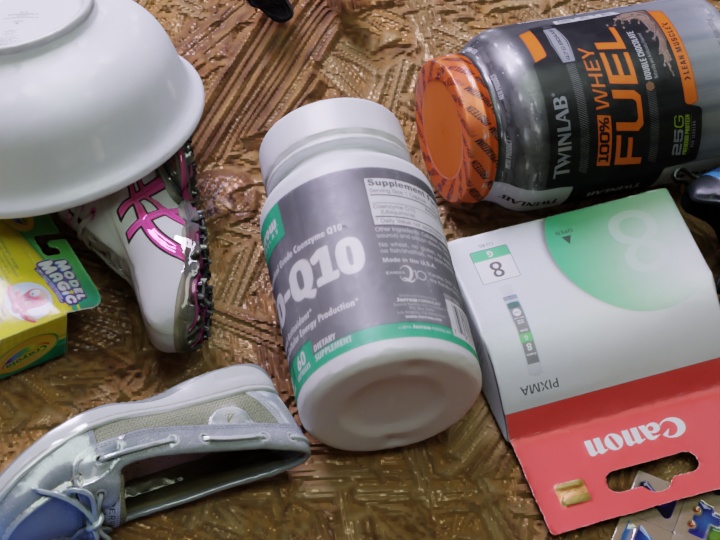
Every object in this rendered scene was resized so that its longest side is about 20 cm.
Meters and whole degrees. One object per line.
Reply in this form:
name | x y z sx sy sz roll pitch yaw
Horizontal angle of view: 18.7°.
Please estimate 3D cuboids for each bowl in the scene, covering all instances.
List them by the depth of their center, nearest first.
bowl | -0.204 -0.125 1.370 0.200 0.091 0.201 -9 34 6

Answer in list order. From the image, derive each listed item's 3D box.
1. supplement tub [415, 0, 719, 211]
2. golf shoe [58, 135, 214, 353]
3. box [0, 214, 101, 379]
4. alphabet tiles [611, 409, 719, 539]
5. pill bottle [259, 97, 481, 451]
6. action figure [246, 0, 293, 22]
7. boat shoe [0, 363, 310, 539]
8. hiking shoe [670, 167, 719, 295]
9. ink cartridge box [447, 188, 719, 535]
supplement tub | 0.145 -0.108 1.445 0.199 0.123 0.123 -12 57 -17
golf shoe | -0.140 -0.022 1.369 0.092 0.073 0.200 -9 46 -6
box | -0.267 0.022 1.326 0.200 0.048 0.117 -23 60 -22
alphabet tiles | 0.235 0.179 1.324 0.167 0.008 0.200 22 53 7
pill bottle | 0.000 0.000 1.347 0.113 0.113 0.200 -5 55 -13
action figure | -0.054 -0.279 1.550 0.118 0.102 0.200 -11 58 -3
boat shoe | -0.125 0.117 1.266 0.202 0.075 0.065 -20 55 -30
hiking shoe | 0.270 0.018 1.405 0.086 0.074 0.201 -16 67 -8
ink cartridge box | 0.155 0.052 1.370 0.160 0.050 0.200 -14 55 -14
